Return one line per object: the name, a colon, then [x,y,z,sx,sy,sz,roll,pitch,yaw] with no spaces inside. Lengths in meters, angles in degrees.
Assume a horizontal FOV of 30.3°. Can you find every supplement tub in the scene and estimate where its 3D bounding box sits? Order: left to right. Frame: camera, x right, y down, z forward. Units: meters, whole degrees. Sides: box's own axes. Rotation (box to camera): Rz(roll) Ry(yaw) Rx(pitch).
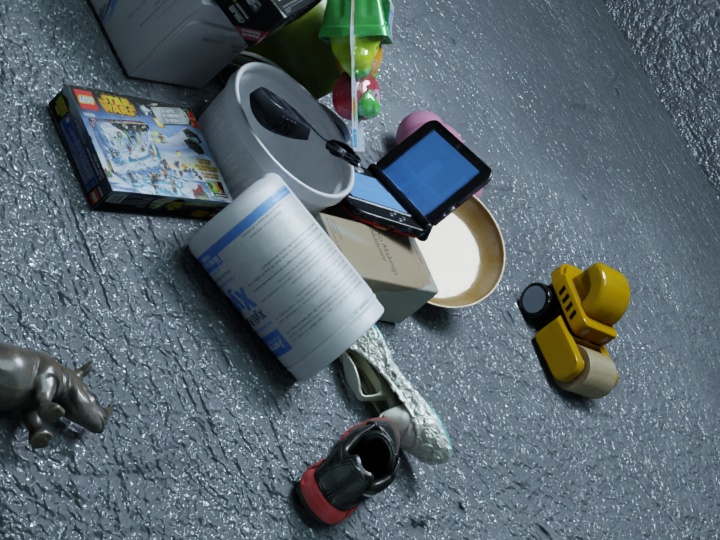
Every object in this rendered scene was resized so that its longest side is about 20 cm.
supplement tub: [-0.082,0.006,1.467,0.201,0.132,0.132,51,28,-3]

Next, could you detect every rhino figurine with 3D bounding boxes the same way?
rhino figurine: [-0.281,0.100,1.128,0.199,0.060,0.088,20,32,-51]

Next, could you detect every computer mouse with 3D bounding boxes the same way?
computer mouse: [-0.066,-0.160,1.572,0.199,0.034,0.059,29,16,-46]

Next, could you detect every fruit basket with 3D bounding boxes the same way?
fruit basket: [0.003,-0.251,1.669,0.185,0.092,0.203,-43,127,-84]

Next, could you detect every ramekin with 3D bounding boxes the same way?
ramekin: [-0.112,-0.142,1.618,0.200,0.105,0.201,38,31,-27]

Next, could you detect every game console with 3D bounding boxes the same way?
game console: [0.045,-0.137,1.742,0.171,0.120,0.200,16,19,-30]

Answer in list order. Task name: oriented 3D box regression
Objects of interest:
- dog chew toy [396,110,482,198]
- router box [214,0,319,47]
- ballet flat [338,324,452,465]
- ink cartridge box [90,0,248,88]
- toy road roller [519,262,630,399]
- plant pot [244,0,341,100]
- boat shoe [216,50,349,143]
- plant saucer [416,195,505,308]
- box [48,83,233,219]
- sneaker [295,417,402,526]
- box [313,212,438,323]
dog chew toy: [0.107,-0.162,1.969,0.124,0.124,0.201,29,28,-37]
router box: [-0.122,-0.363,1.586,0.150,0.062,0.200,53,27,-7]
ballet flat: [0.028,0.151,1.555,0.201,0.072,0.071,56,28,16]
ink cartridge box: [-0.233,-0.349,1.622,0.147,0.144,0.201,-3,60,-58]
toy road roller: [0.348,0.079,2.028,0.122,0.146,0.202,19,42,-46]
plant pot: [-0.087,-0.324,1.796,0.194,0.199,0.200,62,27,-7]
boat shoe: [-0.107,-0.211,1.731,0.201,0.072,0.061,36,47,-5]
plant saucer: [0.104,-0.033,1.832,0.198,0.035,0.202,11,60,-19]
box: [-0.240,-0.128,1.474,0.199,0.040,0.138,3,56,-56]
sneaker: [0.010,0.200,1.425,0.071,0.098,0.200,52,26,3]
box: [0.000,0.000,1.656,0.199,0.078,0.096,10,49,-52]
